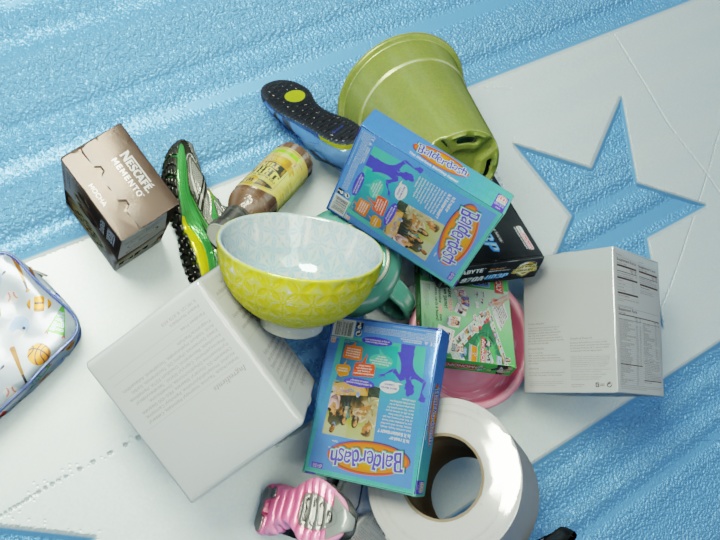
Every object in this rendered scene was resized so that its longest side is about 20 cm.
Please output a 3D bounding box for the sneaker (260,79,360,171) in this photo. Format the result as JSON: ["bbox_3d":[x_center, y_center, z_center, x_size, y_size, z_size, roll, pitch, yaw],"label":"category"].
[{"bbox_3d":[-0.071,-0.197,1.075,0.066,0.079,0.200,-36,58,-26],"label":"sneaker"}]

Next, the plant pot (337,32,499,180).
[{"bbox_3d":[0.092,-0.188,1.041,0.198,0.201,0.191,-8,43,-21],"label":"plant pot"}]

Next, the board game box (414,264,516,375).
[{"bbox_3d":[0.145,0.045,1.081,0.133,0.029,0.202,9,55,-10],"label":"board game box"}]

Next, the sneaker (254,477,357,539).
[{"bbox_3d":[-0.051,0.309,0.956,0.095,0.199,0.080,30,65,-25],"label":"sneaker"}]

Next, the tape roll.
[{"bbox_3d":[0.123,0.281,0.996,0.201,0.139,0.205,-9,63,18],"label":"tape roll"}]

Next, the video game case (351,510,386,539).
[{"bbox_3d":[0.030,0.451,1.050,0.200,0.022,0.183,45,69,-9],"label":"video game case"}]

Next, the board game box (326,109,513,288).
[{"bbox_3d":[0.069,-0.085,0.956,0.199,0.153,0.045,33,48,3],"label":"board game box"}]

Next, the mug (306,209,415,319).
[{"bbox_3d":[-0.005,-0.010,1.061,0.183,0.114,0.154,1,81,-20],"label":"mug"}]

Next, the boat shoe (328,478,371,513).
[{"bbox_3d":[-0.008,0.227,1.043,0.066,0.073,0.202,9,78,-19],"label":"boat shoe"}]

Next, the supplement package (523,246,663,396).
[{"bbox_3d":[0.344,0.083,1.134,0.150,0.151,0.202,11,76,-43],"label":"supplement package"}]

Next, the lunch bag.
[{"bbox_3d":[-0.441,0.079,0.907,0.160,0.076,0.200,44,70,-6],"label":"lunch bag"}]

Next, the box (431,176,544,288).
[{"bbox_3d":[0.152,-0.069,1.115,0.157,0.046,0.201,-6,50,-20],"label":"box"}]

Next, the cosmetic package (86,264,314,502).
[{"bbox_3d":[-0.180,0.125,0.918,0.166,0.167,0.201,-36,95,5],"label":"cosmetic package"}]

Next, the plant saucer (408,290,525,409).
[{"bbox_3d":[0.157,0.106,1.138,0.198,0.051,0.203,4,79,-20],"label":"plant saucer"}]

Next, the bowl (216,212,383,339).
[{"bbox_3d":[-0.076,0.016,0.914,0.198,0.200,0.109,0,115,-20],"label":"bowl"}]

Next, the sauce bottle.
[{"bbox_3d":[-0.132,-0.099,1.017,0.065,0.065,0.200,43,44,-9],"label":"sauce bottle"}]

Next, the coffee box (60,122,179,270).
[{"bbox_3d":[-0.292,-0.081,0.920,0.080,0.200,0.113,-37,95,-21],"label":"coffee box"}]

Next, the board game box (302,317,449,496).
[{"bbox_3d":[0.020,0.166,0.960,0.151,0.045,0.202,6,77,22],"label":"board game box"}]

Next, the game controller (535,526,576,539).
[{"bbox_3d":[0.227,0.399,1.041,0.104,0.200,0.042,-26,70,-20],"label":"game controller"}]

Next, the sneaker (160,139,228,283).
[{"bbox_3d":[-0.211,-0.077,1.025,0.085,0.078,0.202,-19,97,-29],"label":"sneaker"}]
